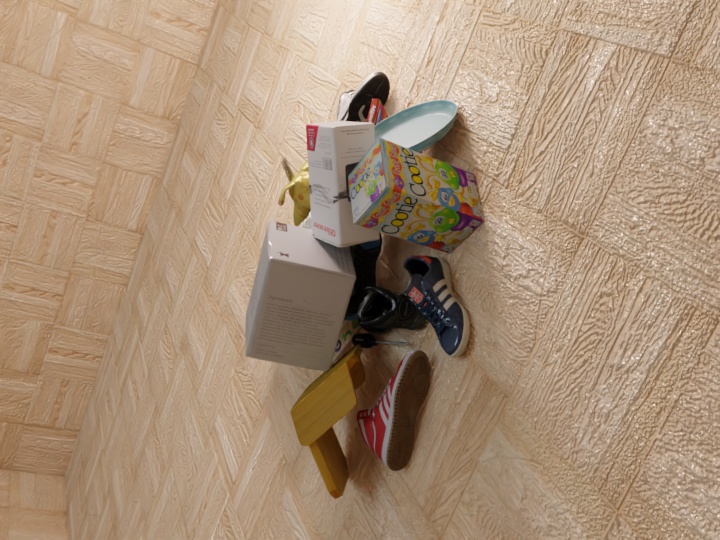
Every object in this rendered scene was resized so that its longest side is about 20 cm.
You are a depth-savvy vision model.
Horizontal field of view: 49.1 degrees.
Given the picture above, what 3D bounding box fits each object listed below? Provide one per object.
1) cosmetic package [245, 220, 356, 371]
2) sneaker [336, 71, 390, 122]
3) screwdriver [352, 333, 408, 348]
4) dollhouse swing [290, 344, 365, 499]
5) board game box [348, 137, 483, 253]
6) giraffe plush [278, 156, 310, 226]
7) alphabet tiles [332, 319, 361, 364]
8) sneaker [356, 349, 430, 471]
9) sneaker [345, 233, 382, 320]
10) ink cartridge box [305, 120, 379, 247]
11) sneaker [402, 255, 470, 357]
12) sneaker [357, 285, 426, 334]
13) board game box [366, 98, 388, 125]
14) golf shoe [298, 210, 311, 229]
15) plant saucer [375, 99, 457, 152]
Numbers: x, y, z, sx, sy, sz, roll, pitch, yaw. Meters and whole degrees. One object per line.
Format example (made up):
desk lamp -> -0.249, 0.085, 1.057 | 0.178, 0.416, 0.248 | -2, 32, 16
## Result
cosmetic package -> -0.115, 0.046, 1.456 | 0.166, 0.161, 0.204 | -105, 30, -62
sneaker -> -0.007, -0.381, 1.734 | 0.201, 0.074, 0.117 | -52, 38, 41
screwdriver -> 0.035, 0.136, 1.464 | 0.029, 0.028, 0.199 | -50, 20, -16
dollhouse swing -> -0.023, 0.268, 1.417 | 0.181, 0.177, 0.200 | -39, -1, 5
board game box -> 0.091, -0.120, 1.304 | 0.105, 0.196, 0.105 | -45, 40, 43
giraffe plush -> -0.063, -0.166, 1.685 | 0.159, 0.200, 0.176 | 9, 69, 28
alphabet tiles -> -0.061, 0.071, 1.630 | 0.168, 0.007, 0.202 | -53, 48, 24
sneaker -> 0.054, 0.224, 1.350 | 0.112, 0.070, 0.205 | 20, 97, 58
sneaker -> 0.000, 0.000, 1.538 | 0.082, 0.071, 0.204 | -100, 26, -68
ink cartridge box -> -0.033, -0.157, 1.397 | 0.145, 0.081, 0.206 | -154, 58, -64
sneaker -> 0.116, 0.055, 1.298 | 0.076, 0.083, 0.203 | -55, 35, 32
sneaker -> 0.027, 0.070, 1.428 | 0.198, 0.112, 0.078 | -6, 70, 62
board game box -> 0.022, -0.224, 1.569 | 0.019, 0.103, 0.205 | 8, 73, 20
golf shoe -> -0.085, -0.097, 1.606 | 0.196, 0.092, 0.076 | -14, 40, 28
plant saucer -> 0.089, -0.251, 1.440 | 0.196, 0.028, 0.202 | -21, 27, 11
